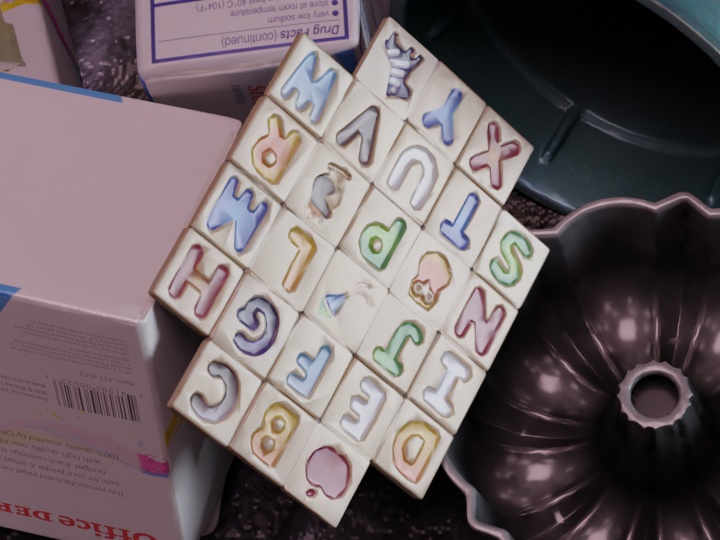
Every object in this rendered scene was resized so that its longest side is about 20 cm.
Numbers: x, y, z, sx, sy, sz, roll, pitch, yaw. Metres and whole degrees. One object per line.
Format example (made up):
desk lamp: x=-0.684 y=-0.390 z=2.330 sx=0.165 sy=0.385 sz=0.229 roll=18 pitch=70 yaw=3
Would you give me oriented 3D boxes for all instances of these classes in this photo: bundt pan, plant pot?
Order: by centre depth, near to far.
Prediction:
bundt pan: x=0.135 y=0.070 z=1.142 sx=0.202 sy=0.076 sz=0.202 roll=-4 pitch=64 yaw=8
plant pot: x=0.147 y=-0.149 z=1.191 sx=0.200 sy=0.200 sz=0.196 roll=24 pitch=62 yaw=18

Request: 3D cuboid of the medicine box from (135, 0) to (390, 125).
medicine box: x=-0.042 y=-0.140 z=1.208 sx=0.103 sy=0.182 sz=0.200 roll=-6 pitch=64 yaw=6

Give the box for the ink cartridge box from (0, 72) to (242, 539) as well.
ink cartridge box: x=-0.124 y=0.032 z=1.144 sx=0.128 sy=0.200 sz=0.125 roll=12 pitch=50 yaw=13

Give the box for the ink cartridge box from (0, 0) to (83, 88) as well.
ink cartridge box: x=-0.217 y=-0.094 z=1.268 sx=0.144 sy=0.085 sz=0.200 roll=-17 pitch=65 yaw=0

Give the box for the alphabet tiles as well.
alphabet tiles: x=0.000 y=0.000 z=1.081 sx=0.006 sy=0.166 sz=0.200 roll=1 pitch=57 yaw=53
